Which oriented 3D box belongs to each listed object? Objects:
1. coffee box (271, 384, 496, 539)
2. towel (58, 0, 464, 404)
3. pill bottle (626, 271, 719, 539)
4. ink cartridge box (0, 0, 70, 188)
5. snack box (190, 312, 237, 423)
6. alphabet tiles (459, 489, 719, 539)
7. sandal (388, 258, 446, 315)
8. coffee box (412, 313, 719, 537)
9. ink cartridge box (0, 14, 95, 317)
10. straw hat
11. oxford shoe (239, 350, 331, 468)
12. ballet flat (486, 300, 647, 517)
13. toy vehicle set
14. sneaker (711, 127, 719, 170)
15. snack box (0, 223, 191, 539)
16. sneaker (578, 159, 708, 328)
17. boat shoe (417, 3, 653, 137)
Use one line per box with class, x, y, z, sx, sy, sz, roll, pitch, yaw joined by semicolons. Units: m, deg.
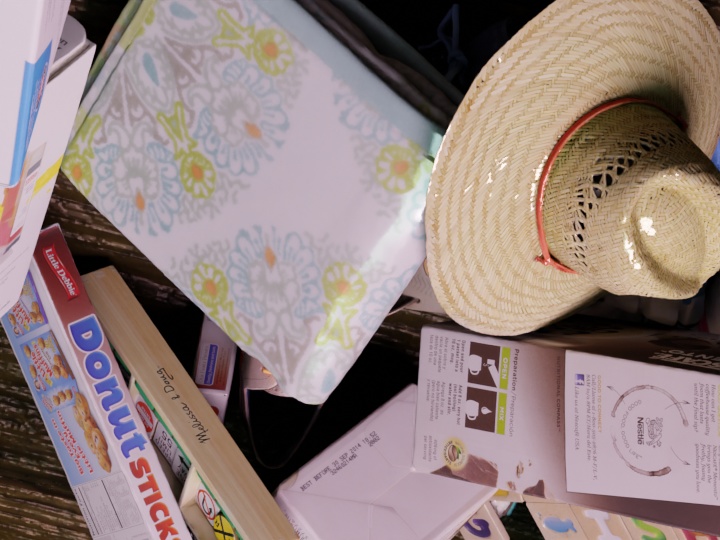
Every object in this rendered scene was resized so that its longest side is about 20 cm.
coffee box;-0.016;0.163;1.363;0.080;0.113;0.200;49;147;9
towel;-0.047;-0.061;1.134;0.200;0.048;0.172;43;124;16
pill bottle;0.201;0.091;1.308;0.113;0.114;0.200;18;136;-13
ink cartridge box;-0.159;-0.161;1.010;0.083;0.201;0.146;12;138;-4
snack box;-0.096;0.106;1.386;0.024;0.072;0.201;10;137;-5
alphabet tiles;0.140;0.169;1.333;0.199;0.008;0.168;-3;124;47
sandal;0.000;0.000;1.186;0.199;0.055;0.082;15;139;17
coffee box;0.139;0.073;1.181;0.199;0.080;0.113;9;-171;38
ink cartridge box;-0.229;-0.066;1.169;0.145;0.083;0.201;35;136;10
straw hat;0.125;-0.029;1.080;0.200;0.085;0.202;-26;137;-27
oxford shoe;-0.030;0.028;1.292;0.071;0.073;0.201;7;135;-2
ballet flat;0.093;0.074;1.338;0.071;0.072;0.200;17;138;-12
toy vehicle set;-0.109;0.110;1.315;0.026;0.200;0.125;-21;151;-30
sneaker;0.242;-0.012;1.193;0.076;0.112;0.200;-28;128;31
snack box;-0.149;0.078;1.287;0.072;0.024;0.201;-22;91;58
sneaker;0.096;-0.045;1.220;0.199;0.075;0.087;19;103;-4
boat shoe;0.072;-0.098;1.154;0.199;0.085;0.069;-15;140;-2
